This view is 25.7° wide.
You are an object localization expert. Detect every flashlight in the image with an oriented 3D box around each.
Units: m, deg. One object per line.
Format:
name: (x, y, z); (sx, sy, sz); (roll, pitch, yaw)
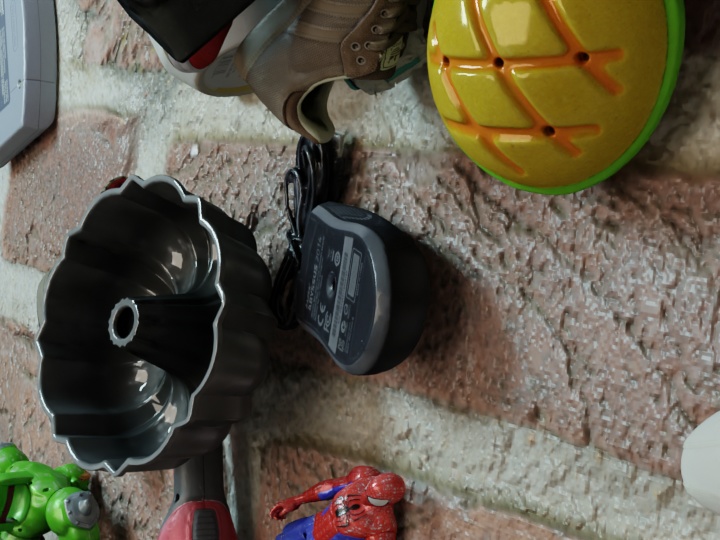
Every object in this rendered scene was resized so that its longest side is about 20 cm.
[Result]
flashlight: (-0.119, 0.135, 1.125); (0.067, 0.068, 0.201); (-12, 71, 21)

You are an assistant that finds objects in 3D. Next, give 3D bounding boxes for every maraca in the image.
maraca: (0.101, -0.130, 0.770); (0.137, 0.107, 0.201); (34, 124, 19)

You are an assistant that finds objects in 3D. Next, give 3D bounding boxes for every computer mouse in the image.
computer mouse: (0.000, 0.000, 0.973); (0.200, 0.052, 0.139); (-135, 54, -63)

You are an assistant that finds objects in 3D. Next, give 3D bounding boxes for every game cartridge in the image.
game cartridge: (-0.328, -0.210, 1.485); (0.133, 0.041, 0.201); (-23, 68, 48)

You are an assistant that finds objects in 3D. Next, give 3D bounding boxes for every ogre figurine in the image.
ogre figurine: (-0.267, 0.218, 1.303); (0.200, 0.098, 0.121); (36, 123, 56)

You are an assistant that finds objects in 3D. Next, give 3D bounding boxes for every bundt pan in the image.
bundt pan: (-0.130, 0.040, 1.059); (0.201, 0.076, 0.203); (-13, 71, 43)

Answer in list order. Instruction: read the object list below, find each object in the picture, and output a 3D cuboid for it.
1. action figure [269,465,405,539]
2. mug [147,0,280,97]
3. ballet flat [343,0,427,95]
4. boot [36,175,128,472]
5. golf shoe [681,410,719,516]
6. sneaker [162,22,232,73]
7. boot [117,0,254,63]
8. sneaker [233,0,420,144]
action figure: (-0.030, 0.175, 1.000); (0.200, 0.051, 0.066); (-43, 50, 43)
mug: (-0.086, -0.199, 1.067); (0.149, 0.186, 0.154); (-25, 73, 17)
ballet flat: (0.006, -0.203, 0.977); (0.072, 0.071, 0.201); (-36, 60, 49)
boot: (-0.194, 0.040, 1.235); (0.151, 0.073, 0.201); (-53, 41, 39)
golf shoe: (0.195, 0.079, 0.636); (0.200, 0.092, 0.073); (-7, 83, 57)
sneaker: (-0.049, -0.209, 0.922); (0.112, 0.071, 0.201); (9, 81, 19)
boot: (-0.077, -0.235, 0.866); (0.200, 0.066, 0.165); (-40, 81, 10)
sneaker: (0.009, -0.150, 0.877); (0.076, 0.070, 0.200); (51, 133, 4)
